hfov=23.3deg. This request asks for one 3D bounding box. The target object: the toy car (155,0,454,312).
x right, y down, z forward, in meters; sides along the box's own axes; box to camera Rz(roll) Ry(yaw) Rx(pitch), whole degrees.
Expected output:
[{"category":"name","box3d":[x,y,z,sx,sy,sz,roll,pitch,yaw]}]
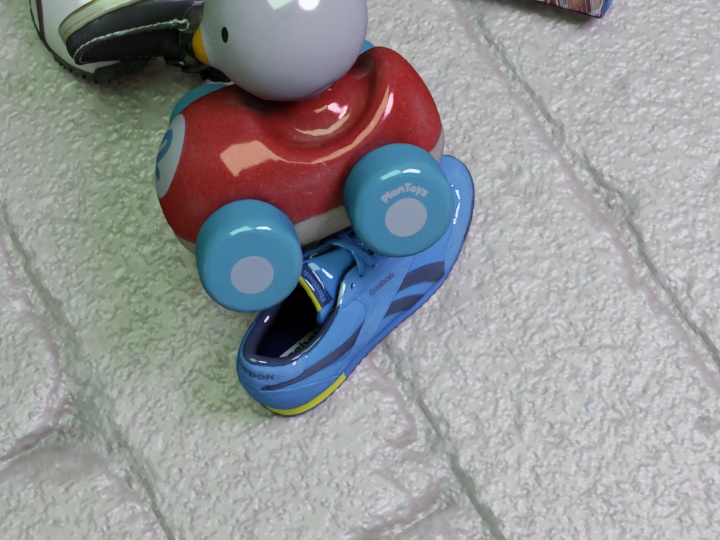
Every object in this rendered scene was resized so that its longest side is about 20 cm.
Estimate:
[{"category":"toy car","box3d":[-0.054,-0.118,1.008,0.175,0.201,0.185,-20,33,0]}]

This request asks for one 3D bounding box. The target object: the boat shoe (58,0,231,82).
[{"category":"boat shoe","box3d":[-0.090,-0.154,1.115,0.199,0.072,0.067,-14,83,-19]}]

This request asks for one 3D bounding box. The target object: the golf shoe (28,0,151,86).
[{"category":"golf shoe","box3d":[-0.200,-0.215,1.164,0.077,0.088,0.201,-25,68,-5]}]

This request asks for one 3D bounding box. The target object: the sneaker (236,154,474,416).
[{"category":"sneaker","box3d":[0.000,0.000,1.054,0.066,0.079,0.200,36,75,21]}]

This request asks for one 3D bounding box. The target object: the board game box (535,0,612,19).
[{"category":"board game box","box3d":[0.111,-0.272,1.094,0.134,0.202,0.035,18,34,15]}]
